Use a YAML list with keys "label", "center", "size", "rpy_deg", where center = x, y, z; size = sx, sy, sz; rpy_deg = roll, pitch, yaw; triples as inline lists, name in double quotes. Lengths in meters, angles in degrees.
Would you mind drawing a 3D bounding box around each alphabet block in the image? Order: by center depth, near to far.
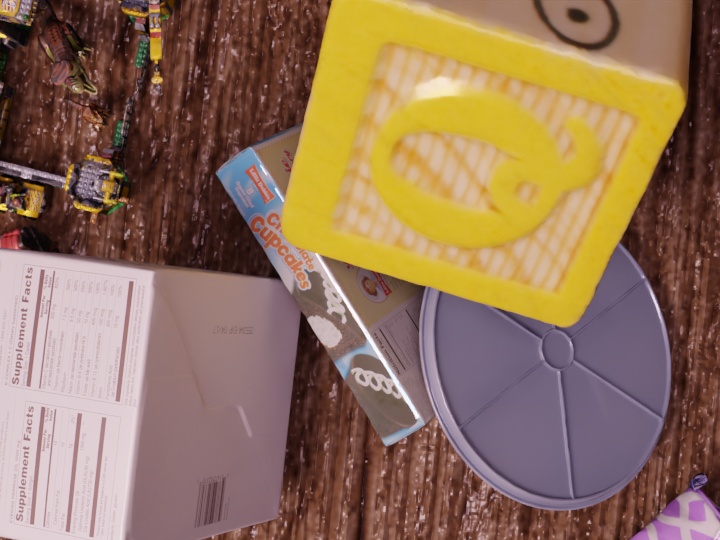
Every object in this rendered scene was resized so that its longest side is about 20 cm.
- label: "alphabet block"
  center: [0.076, -0.121, 0.858]
  size: [0.194, 0.197, 0.201]
  rpy_deg: [16, 47, 1]

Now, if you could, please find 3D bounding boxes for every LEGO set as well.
- label: "LEGO set"
  center: [-0.201, -0.130, 0.932]
  size: [0.153, 0.116, 0.202]
  rpy_deg: [21, 90, 0]

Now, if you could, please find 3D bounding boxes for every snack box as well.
- label: "snack box"
  center: [0.000, 0.000, 0.935]
  size: [0.037, 0.116, 0.201]
  rpy_deg: [-32, 90, 32]

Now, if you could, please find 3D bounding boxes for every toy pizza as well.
- label: "toy pizza"
  center: [0.118, 0.054, 0.945]
  size: [0.199, 0.032, 0.202]
  rpy_deg: [7, 75, -29]

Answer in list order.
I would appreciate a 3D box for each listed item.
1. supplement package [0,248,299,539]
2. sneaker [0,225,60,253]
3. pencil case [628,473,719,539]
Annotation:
- label: "supplement package"
  center: [-0.130, 0.075, 0.874]
  size: [0.110, 0.200, 0.157]
  rpy_deg: [7, 90, 22]
- label: "sneaker"
  center: [-0.222, 0.077, 0.962]
  size: [0.081, 0.078, 0.202]
  rpy_deg: [-14, 86, 14]
- label: "pencil case"
  center: [0.177, 0.230, 0.950]
  size: [0.200, 0.086, 0.084]
  rpy_deg: [-43, 91, 0]
